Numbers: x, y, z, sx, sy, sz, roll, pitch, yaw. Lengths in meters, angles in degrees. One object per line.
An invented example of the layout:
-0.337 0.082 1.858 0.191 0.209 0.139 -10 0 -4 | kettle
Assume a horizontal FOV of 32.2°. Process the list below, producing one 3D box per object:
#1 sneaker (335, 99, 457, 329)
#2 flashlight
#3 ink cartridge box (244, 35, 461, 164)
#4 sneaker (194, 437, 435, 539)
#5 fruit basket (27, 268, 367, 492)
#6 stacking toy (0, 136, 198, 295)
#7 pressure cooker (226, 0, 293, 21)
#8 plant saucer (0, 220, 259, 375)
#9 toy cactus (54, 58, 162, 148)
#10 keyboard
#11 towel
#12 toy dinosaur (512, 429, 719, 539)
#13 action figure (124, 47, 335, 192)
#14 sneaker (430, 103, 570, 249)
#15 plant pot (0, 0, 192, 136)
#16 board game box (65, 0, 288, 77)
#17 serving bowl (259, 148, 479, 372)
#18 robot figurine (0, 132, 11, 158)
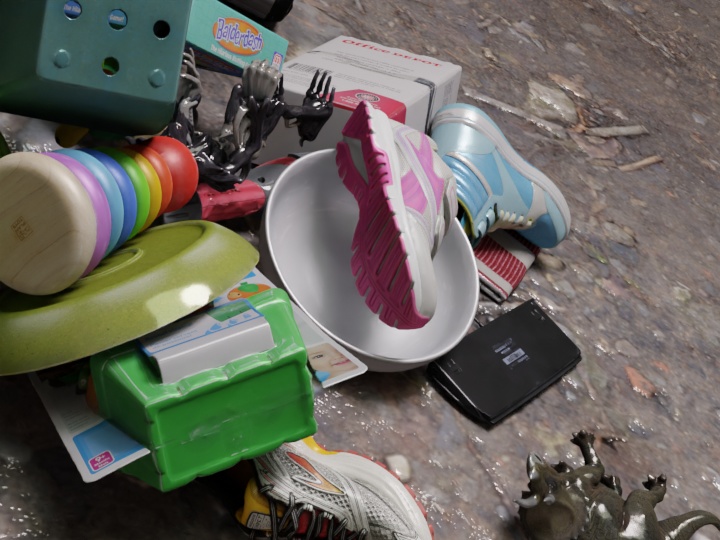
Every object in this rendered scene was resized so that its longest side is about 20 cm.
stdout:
0.042 -0.045 0.997 0.087 0.081 0.203 7 58 -25 | sneaker
-0.105 -0.059 1.052 0.199 0.068 0.068 -14 61 -50 | flashlight
-0.004 -0.154 1.213 0.143 0.086 0.200 18 28 18 | ink cartridge box
-0.040 0.155 0.817 0.198 0.079 0.082 30 34 15 | sneaker
-0.117 0.048 0.801 0.183 0.095 0.200 -18 34 -21 | fruit basket
-0.169 -0.048 0.829 0.085 0.086 0.200 36 22 7 | stacking toy
-0.141 -0.388 1.373 0.198 0.181 0.176 24 1 -11 | pressure cooker
-0.163 0.009 0.808 0.200 0.197 0.032 -44 120 -57 | plant saucer
-0.209 -0.131 1.044 0.166 0.102 0.200 52 2 -12 | toy cactus
0.116 0.064 1.120 0.127 0.021 0.199 48 34 14 | keyboard
0.119 -0.051 1.281 0.143 0.023 0.200 37 34 4 | towel
0.194 0.193 0.978 0.198 0.077 0.103 30 43 -13 | toy dinosaur
-0.109 -0.124 0.996 0.117 0.104 0.199 15 25 27 | action figure
0.124 -0.052 1.213 0.199 0.079 0.132 40 56 -29 | sneaker
-0.186 -0.166 0.843 0.139 0.144 0.200 8 7 -24 | plant pot
-0.184 -0.219 1.099 0.197 0.046 0.152 17 1 27 | board game box
0.000 0.000 1.040 0.197 0.066 0.203 15 53 -21 | serving bowl
-0.294 -0.050 0.809 0.172 0.118 0.201 5 22 -1 | robot figurine
